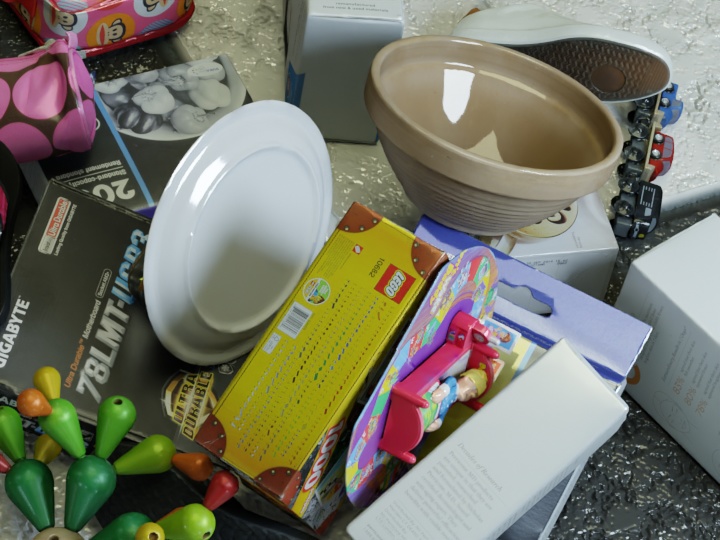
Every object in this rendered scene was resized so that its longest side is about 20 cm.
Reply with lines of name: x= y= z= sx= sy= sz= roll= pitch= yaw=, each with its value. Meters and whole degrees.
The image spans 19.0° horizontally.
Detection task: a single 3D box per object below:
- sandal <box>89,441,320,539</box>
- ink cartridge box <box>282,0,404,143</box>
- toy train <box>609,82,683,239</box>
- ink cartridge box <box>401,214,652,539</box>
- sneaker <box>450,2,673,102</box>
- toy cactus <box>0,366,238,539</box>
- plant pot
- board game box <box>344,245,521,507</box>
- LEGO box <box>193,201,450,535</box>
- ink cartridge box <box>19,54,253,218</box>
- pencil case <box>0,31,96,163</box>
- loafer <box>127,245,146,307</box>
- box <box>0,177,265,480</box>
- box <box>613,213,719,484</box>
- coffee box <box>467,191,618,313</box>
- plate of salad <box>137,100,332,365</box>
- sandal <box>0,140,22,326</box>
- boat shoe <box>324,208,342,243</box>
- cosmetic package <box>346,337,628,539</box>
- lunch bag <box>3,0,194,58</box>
sandal: x=-0.105 y=0.184 z=1.515 sx=0.200 sy=0.075 sz=0.048 roll=27 pitch=14 yaw=13
ink cartridge box: x=-0.018 y=-0.230 z=1.827 sx=0.084 sy=0.145 sz=0.200 roll=3 pitch=49 yaw=-7
toy train: x=0.247 y=-0.101 z=1.841 sx=0.046 sy=0.034 sz=0.200 roll=16 pitch=49 yaw=0
ink cartridge box: x=0.084 y=0.082 z=1.583 sx=0.198 sy=0.047 sz=0.200 roll=26 pitch=83 yaw=10
sneaker: x=0.177 y=-0.202 z=1.875 sx=0.200 sy=0.073 sz=0.085 roll=9 pitch=43 yaw=13
toy cactus: x=-0.191 y=0.163 z=1.458 sx=0.200 sy=0.102 sz=0.165 roll=22 pitch=87 yaw=17
plant pot: x=0.091 y=-0.091 z=1.642 sx=0.201 sy=0.093 sz=0.201 roll=15 pitch=31 yaw=-9
board game box: x=0.058 y=0.081 z=1.480 sx=0.039 sy=0.158 sz=0.200 roll=26 pitch=81 yaw=20
LEGO box: x=-0.016 y=0.070 z=1.494 sx=0.077 sy=0.149 sz=0.200 roll=32 pitch=82 yaw=17
ink cartridge box: x=-0.161 y=-0.076 z=1.736 sx=0.198 sy=0.043 sz=0.200 roll=-15 pitch=56 yaw=-22
pencil case: x=-0.306 y=-0.123 z=1.684 sx=0.200 sy=0.094 sz=0.091 roll=-11 pitch=7 yaw=2
loafer: x=-0.113 y=-0.039 z=1.627 sx=0.072 sy=0.073 sz=0.200 roll=19 pitch=45 yaw=33
box: x=-0.172 y=0.049 z=1.595 sx=0.198 sy=0.050 sz=0.200 roll=24 pitch=48 yaw=-9
box: x=0.291 y=0.077 z=1.637 sx=0.097 sy=0.124 sz=0.200 roll=-28 pitch=60 yaw=-30
coffee box: x=0.124 y=-0.064 z=1.755 sx=0.113 sy=0.080 sz=0.200 roll=-4 pitch=51 yaw=-12
plate of salad: x=-0.092 y=-0.029 z=1.553 sx=0.048 sy=0.200 sz=0.200 roll=21 pitch=46 yaw=34
sandal: x=-0.287 y=-0.039 z=1.571 sx=0.075 sy=0.045 sz=0.200 roll=-15 pitch=49 yaw=4
boat shoe: x=0.000 y=0.000 z=1.676 sx=0.067 sy=0.074 sz=0.200 roll=-27 pitch=67 yaw=3
cosmetic package: x=0.088 y=0.143 z=1.497 sx=0.200 sy=0.101 sz=0.071 roll=-40 pitch=80 yaw=-6
lunch bag: x=-0.252 y=-0.275 z=1.863 sx=0.176 sy=0.082 sz=0.200 roll=-22 pitch=57 yaw=-26
